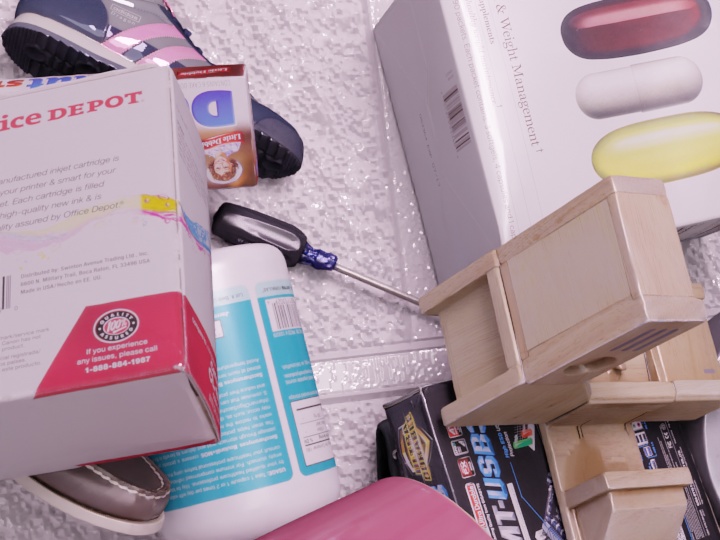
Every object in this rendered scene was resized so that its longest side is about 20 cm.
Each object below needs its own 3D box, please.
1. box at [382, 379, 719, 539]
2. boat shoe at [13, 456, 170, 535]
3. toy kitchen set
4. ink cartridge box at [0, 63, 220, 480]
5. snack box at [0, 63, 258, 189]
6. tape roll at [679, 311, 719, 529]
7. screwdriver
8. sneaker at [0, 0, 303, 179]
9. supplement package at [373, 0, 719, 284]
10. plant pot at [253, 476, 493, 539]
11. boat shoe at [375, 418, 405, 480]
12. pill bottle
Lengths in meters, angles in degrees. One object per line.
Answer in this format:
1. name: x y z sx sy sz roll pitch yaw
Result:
1. box: 0.129 0.153 0.958 0.198 0.050 0.201 -9 75 -35
2. boat shoe: -0.185 0.076 0.896 0.200 0.072 0.060 33 103 17
3. toy kitchen set: 0.173 0.064 0.883 0.199 0.180 0.164 2 67 -34
4. ink cartridge box: -0.156 0.001 0.844 0.147 0.086 0.201 -10 53 6
5. snack box: -0.163 -0.080 0.934 0.199 0.024 0.072 -4 117 2
6. tape roll: 0.304 0.110 1.048 0.199 0.066 0.201 2 82 -14
7. screwdriver: 0.000 0.000 1.004 0.199 0.028 0.029 18 106 -8
8. sneaker: -0.116 -0.130 0.977 0.199 0.070 0.082 28 60 -17
9. supplement package: 0.138 -0.103 0.995 0.199 0.147 0.192 -13 85 -15
10. plant pot: -0.012 0.209 0.813 0.179 0.200 0.200 -35 91 -30
11. boat shoe: 0.018 0.184 0.960 0.066 0.074 0.200 14 78 -10
12. pill bottle: -0.076 0.092 0.930 0.110 0.111 0.201 -12 85 -16
